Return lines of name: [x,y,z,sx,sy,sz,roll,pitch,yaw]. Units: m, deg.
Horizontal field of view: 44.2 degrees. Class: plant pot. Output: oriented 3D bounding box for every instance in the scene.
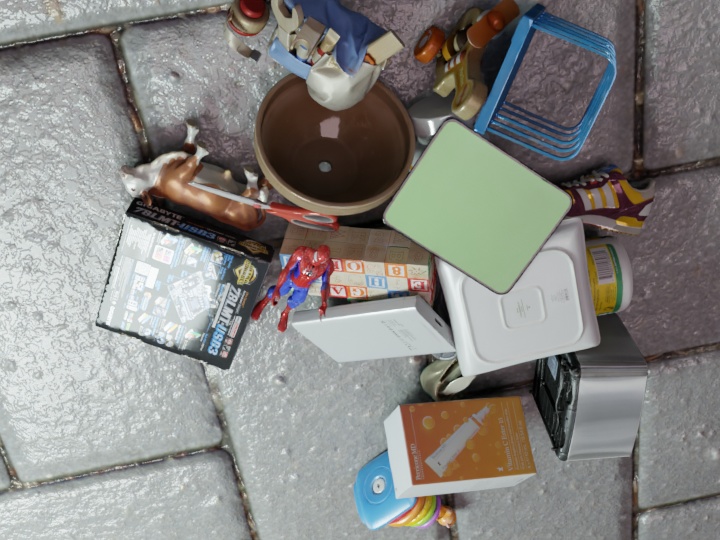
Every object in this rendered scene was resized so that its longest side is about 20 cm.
plant pot: [-0.037,-0.151,1.124,0.201,0.201,0.093,2,158,-10]

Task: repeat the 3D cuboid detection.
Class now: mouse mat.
mouse mat: [0.148,-0.077,1.123,0.200,0.008,0.161,32,105,-9]

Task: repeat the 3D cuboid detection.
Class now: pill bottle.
pill bottle: [0.123,-0.127,1.176,0.113,0.113,0.200,-16,119,0]
pill bottle: [0.273,0.018,1.270,0.200,0.113,0.113,-9,119,-5]

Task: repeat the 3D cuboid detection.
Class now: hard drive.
hard drive: [0.021,0.085,1.249,0.200,0.027,0.132,-9,145,31]

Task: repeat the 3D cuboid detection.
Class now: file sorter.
file sorter: [0.231,-0.227,1.070,0.123,0.200,0.139,24,114,6]

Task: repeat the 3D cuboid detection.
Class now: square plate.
square plate: [0.215,0.044,1.191,0.198,0.028,0.200,-13,115,5]

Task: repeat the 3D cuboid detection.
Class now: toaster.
toaster: [0.335,0.170,1.324,0.119,0.200,0.181,-2,118,-3]

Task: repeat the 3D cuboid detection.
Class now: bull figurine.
bull figurine: [-0.206,-0.118,1.149,0.200,0.065,0.121,21,130,-23]

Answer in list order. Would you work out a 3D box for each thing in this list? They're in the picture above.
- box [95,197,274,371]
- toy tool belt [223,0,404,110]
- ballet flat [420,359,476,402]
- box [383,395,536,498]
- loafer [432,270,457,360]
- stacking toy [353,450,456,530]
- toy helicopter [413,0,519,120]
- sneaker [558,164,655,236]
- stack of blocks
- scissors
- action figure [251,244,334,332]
box: [-0.240,0.023,1.204,0.198,0.050,0.200,19,122,-9]
toy tool belt: [-0.053,-0.289,1.046,0.200,0.125,0.123,30,150,-10]
ballet flat: [0.178,0.131,1.352,0.200,0.069,0.069,-43,116,14]
box: [0.150,0.270,1.362,0.200,0.124,0.097,-3,156,-15]
loafer: [0.106,0.036,1.301,0.072,0.063,0.200,-6,117,28]
stacking toy: [0.092,0.383,1.468,0.110,0.116,0.200,-38,132,21]
toy helicopter: [0.134,-0.251,1.060,0.079,0.200,0.132,30,127,-22]
sneaker: [0.318,-0.111,1.246,0.200,0.075,0.090,9,108,-21]
stack of blocks: [0.000,0.000,1.210,0.200,0.059,0.115,5,142,11]
scissors: [-0.122,-0.080,1.140,0.200,0.073,0.014,10,78,-8]
action figure: [-0.090,0.039,1.163,0.065,0.099,0.200,24,140,-14]
